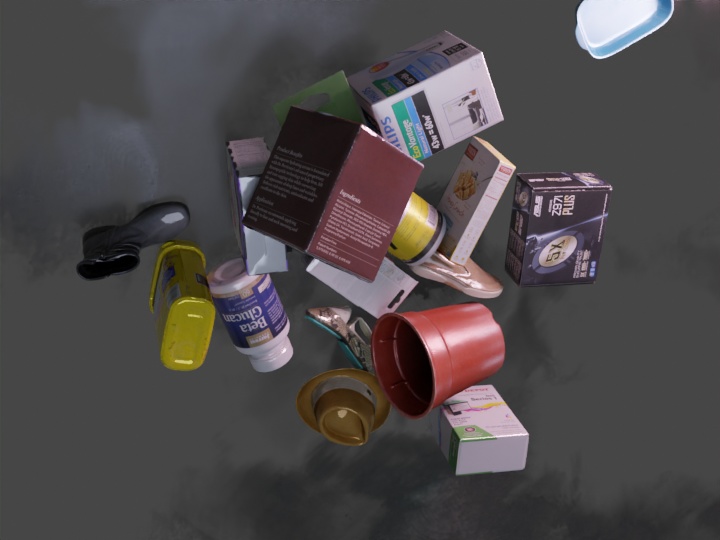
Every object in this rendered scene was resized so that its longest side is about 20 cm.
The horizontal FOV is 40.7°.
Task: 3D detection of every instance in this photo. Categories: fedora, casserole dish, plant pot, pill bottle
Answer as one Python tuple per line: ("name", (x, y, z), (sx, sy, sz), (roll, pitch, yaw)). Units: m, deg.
("fedora", (-0.030, 0.280, 1.880), (0.198, 0.082, 0.202), (-3, 129, -4))
("casserole dish", (0.461, -0.462, 1.716), (0.198, 0.039, 0.122), (-30, 119, 1))
("plant pot", (0.154, 0.154, 1.824), (0.193, 0.200, 0.203), (-15, 120, -31))
("pill bottle", (-0.193, 0.080, 1.748), (0.110, 0.111, 0.202), (-23, 118, -3))
("pill bottle", (0.047, -0.104, 1.727), (0.199, 0.115, 0.115), (34, 102, -25))

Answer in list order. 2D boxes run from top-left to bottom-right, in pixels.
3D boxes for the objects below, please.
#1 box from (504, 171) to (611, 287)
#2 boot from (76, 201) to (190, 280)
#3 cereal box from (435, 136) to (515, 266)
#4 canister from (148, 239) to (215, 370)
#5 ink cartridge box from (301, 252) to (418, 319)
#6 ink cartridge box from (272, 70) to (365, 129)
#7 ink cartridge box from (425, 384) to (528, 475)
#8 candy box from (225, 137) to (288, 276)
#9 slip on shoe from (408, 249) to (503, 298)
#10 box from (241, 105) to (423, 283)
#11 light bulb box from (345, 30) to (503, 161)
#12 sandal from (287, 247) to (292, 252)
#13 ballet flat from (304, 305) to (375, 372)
("box", (0.372, -0.079, 1.843), (0.161, 0.086, 0.203), (-2, 115, -14))
("boot", (-0.375, -0.042, 1.630), (0.198, 0.132, 0.070), (-23, 118, -4))
("cereal box", (0.193, -0.126, 1.740), (0.039, 0.144, 0.202), (19, 108, -22))
("canister", (-0.305, 0.058, 1.652), (0.085, 0.200, 0.150), (7, 116, -21))
("ink cartridge box", (0.000, 0.000, 1.799), (0.199, 0.050, 0.109), (36, 101, -27))
("ink cartridge box", (-0.056, -0.211, 1.619), (0.144, 0.048, 0.202), (-23, 94, 16))
("ink cartridge box", (0.226, 0.312, 1.922), (0.143, 0.200, 0.085), (-2, 112, -14))
("candy box", (-0.174, -0.110, 1.613), (0.071, 0.200, 0.170), (-8, 115, -11))
("slip on shoe", (0.189, -0.005, 1.837), (0.198, 0.076, 0.061), (19, 115, -14))
("box", (-0.042, -0.115, 1.471), (0.163, 0.165, 0.202), (25, 89, -46))
("light bulb box", (0.100, -0.284, 1.609), (0.198, 0.199, 0.126), (-26, 117, -3))
("sandal", (-0.120, -0.100, 1.666), (0.047, 0.076, 0.201), (-11, 158, -8))
("ballet flat", (-0.028, 0.113, 1.844), (0.076, 0.068, 0.200), (-51, 124, -13))
